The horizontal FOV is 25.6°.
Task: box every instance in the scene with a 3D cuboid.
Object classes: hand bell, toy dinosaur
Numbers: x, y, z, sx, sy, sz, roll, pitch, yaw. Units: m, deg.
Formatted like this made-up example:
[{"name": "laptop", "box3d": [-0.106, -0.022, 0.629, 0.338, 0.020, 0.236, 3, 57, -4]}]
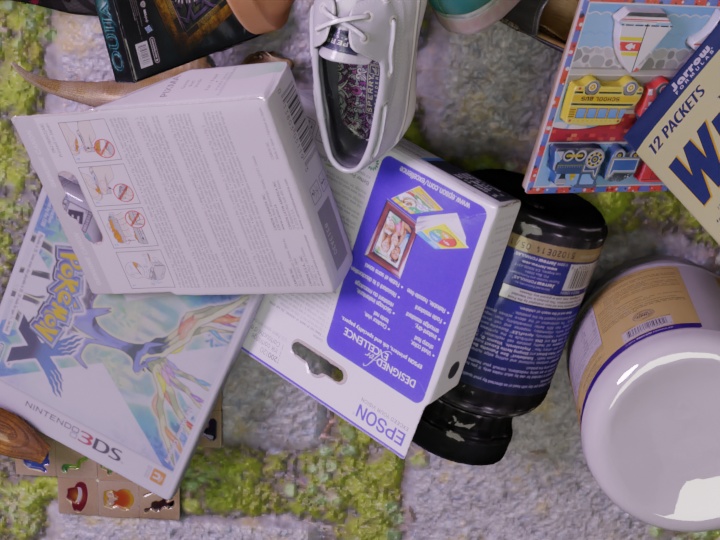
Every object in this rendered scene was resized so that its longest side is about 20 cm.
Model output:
[{"name": "hand bell", "box3d": [-0.328, 0.095, 1.210, 0.200, 0.104, 0.104, 29, 108, -9]}, {"name": "toy dinosaur", "box3d": [-0.147, -0.117, 1.159, 0.200, 0.058, 0.101, -5, 95, -4]}]

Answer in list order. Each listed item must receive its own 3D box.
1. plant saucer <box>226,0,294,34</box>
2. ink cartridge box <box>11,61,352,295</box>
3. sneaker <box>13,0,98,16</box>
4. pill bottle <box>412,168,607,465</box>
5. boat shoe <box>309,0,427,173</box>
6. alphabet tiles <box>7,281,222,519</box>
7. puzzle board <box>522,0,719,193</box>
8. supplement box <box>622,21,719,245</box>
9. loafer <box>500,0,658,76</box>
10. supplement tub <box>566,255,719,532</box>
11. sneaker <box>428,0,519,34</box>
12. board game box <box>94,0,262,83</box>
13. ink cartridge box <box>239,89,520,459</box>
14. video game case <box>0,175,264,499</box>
[{"name": "plant saucer", "box3d": [-0.073, -0.253, 1.019, 0.032, 0.200, 0.200, -10, 109, 10]}, {"name": "ink cartridge box", "box3d": [-0.120, -0.057, 1.096, 0.200, 0.050, 0.161, 0, 127, 26]}, {"name": "sneaker", "box3d": [-0.229, -0.211, 1.103, 0.200, 0.084, 0.077, 2, 111, 0]}, {"name": "pill bottle", "box3d": [0.098, 0.036, 1.161, 0.112, 0.112, 0.200, 17, 109, -3]}, {"name": "boat shoe", "box3d": [-0.003, -0.152, 1.012, 0.072, 0.069, 0.200, 18, 132, 14]}, {"name": "alphabet tiles", "box3d": [-0.192, 0.106, 1.256, 0.167, 0.008, 0.200, 3, 110, 2]}, {"name": "puzzle board", "box3d": [0.219, -0.118, 1.089, 0.200, 0.017, 0.151, -3, 127, -25]}, {"name": "supplement box", "box3d": [0.319, -0.049, 1.041, 0.200, 0.200, 0.134, 27, 111, -35]}, {"name": "loafer", "box3d": [0.127, -0.194, 1.099, 0.200, 0.072, 0.073, 24, 110, -5]}, {"name": "supplement tub", "box3d": [0.221, 0.078, 1.123, 0.145, 0.200, 0.146, 1, 109, 3]}, {"name": "sneaker", "box3d": [0.110, -0.249, 1.037, 0.071, 0.080, 0.200, 30, 75, 30]}, {"name": "board game box", "box3d": [-0.131, -0.242, 1.074, 0.028, 0.135, 0.200, 9, 118, 47]}, {"name": "ink cartridge box", "box3d": [0.000, 0.000, 1.135, 0.198, 0.043, 0.200, 32, 113, 31]}, {"name": "video game case", "box3d": [-0.187, 0.053, 1.202, 0.182, 0.022, 0.200, 27, 114, 5]}]
